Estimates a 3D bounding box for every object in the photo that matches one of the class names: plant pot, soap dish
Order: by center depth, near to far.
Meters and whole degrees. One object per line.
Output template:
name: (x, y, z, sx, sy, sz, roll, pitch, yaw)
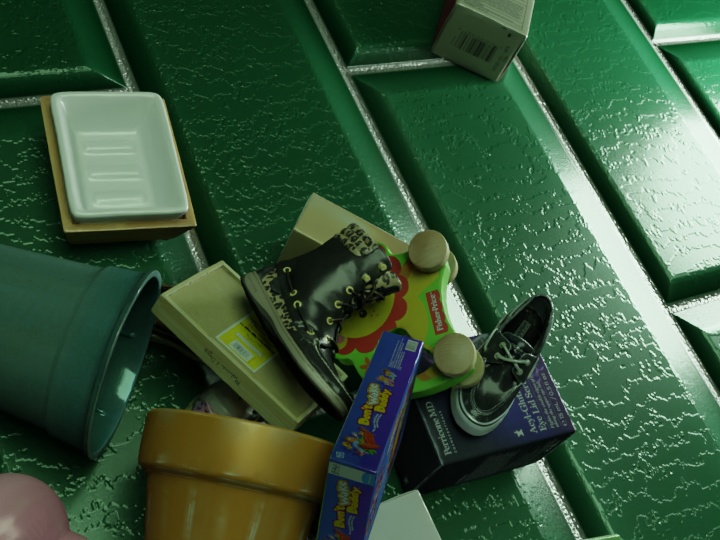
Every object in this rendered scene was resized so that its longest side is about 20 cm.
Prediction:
plant pot: (-0.130, 0.248, 0.967, 0.198, 0.200, 0.185, 14, 74, -14)
plant pot: (-0.330, 0.066, 1.009, 0.194, 0.201, 0.201, 18, 52, -1)
soap dish: (-0.299, -0.123, 1.207, 0.156, 0.081, 0.201, -5, 60, -26)

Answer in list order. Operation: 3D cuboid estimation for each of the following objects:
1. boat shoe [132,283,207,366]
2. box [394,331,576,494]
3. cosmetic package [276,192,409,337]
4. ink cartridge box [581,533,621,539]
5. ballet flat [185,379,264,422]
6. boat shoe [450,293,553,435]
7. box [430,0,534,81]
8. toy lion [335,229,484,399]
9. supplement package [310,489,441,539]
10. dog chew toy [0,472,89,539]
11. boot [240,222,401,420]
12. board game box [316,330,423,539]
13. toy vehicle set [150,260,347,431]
boat shoe: (-0.185, 0.060, 1.137, 0.201, 0.075, 0.075, 14, 53, -14)
box: (0.130, 0.167, 1.184, 0.198, 0.105, 0.149, -9, 63, -29)
cosmetic package: (0.000, 0.000, 1.241, 0.199, 0.105, 0.071, 27, 50, -3)
ink cartridge box: (0.212, 0.385, 1.085, 0.198, 0.084, 0.146, -2, 59, -25)
ballet flat: (-0.113, 0.136, 1.120, 0.199, 0.071, 0.069, -19, 68, -32)
boat shoe: (0.169, 0.102, 1.134, 0.072, 0.068, 0.200, 38, 52, 5)
box: (0.206, -0.430, 1.616, 0.127, 0.109, 0.201, 23, 52, -7)
toy lion: (0.026, 0.053, 1.122, 0.190, 0.069, 0.202, -18, 66, 11)
supplement package: (0.033, 0.350, 1.007, 0.119, 0.121, 0.201, -13, 65, -29)
dog chew toy: (-0.296, 0.284, 0.914, 0.200, 0.125, 0.125, 45, 52, 0)
boot: (-0.022, 0.046, 1.051, 0.150, 0.073, 0.200, -31, 55, -12)
board game box: (0.010, 0.173, 0.973, 0.044, 0.135, 0.200, 15, 33, 8)
toy vehicle set: (-0.117, 0.080, 1.074, 0.200, 0.027, 0.124, 42, 29, 8)
